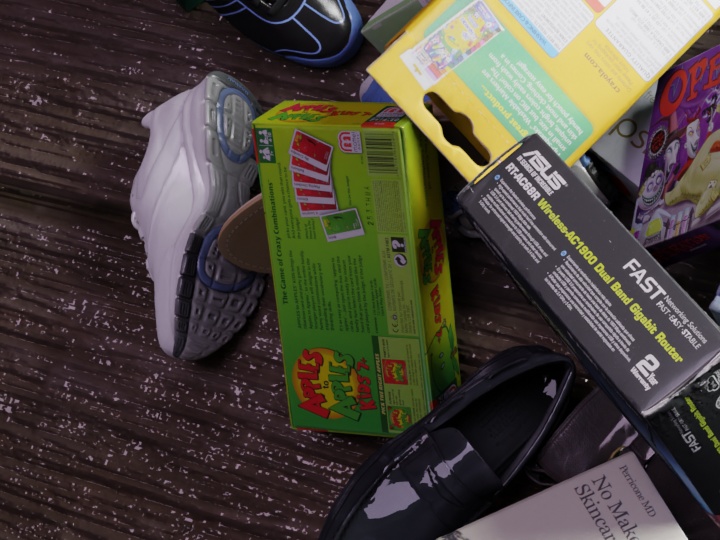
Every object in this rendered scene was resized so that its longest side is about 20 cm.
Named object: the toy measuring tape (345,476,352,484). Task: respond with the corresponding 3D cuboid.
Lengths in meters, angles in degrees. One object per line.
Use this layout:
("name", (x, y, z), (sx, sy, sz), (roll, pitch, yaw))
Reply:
("toy measuring tape", (0.005, 0.221, 1.363), (0.073, 0.074, 0.201), (2, 65, 25))

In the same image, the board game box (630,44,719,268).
("board game box", (0.220, -0.079, 1.277), (0.200, 0.032, 0.121), (-26, 44, 60))

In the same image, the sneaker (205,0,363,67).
("sneaker", (-0.087, -0.205, 1.547), (0.199, 0.078, 0.070), (35, 96, 4))

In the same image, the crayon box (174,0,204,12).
("crayon box", (-0.104, -0.313, 1.656), (0.172, 0.058, 0.201), (-34, 59, 7))

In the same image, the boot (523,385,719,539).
("boot", (0.206, 0.104, 1.320), (0.200, 0.069, 0.174), (-39, 58, 6))

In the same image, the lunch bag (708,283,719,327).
("lunch bag", (0.321, -0.007, 1.286), (0.199, 0.127, 0.170), (20, 75, 24))

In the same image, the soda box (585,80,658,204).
("soda box", (0.156, -0.102, 1.440), (0.068, 0.064, 0.200), (-47, 58, -2))

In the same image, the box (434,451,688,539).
("box", (0.078, 0.180, 1.245), (0.199, 0.069, 0.082), (-24, 60, -14))

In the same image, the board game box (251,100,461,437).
("board game box", (0.000, 0.000, 1.402), (0.101, 0.048, 0.201), (3, 112, 26))

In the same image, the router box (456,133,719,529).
("router box", (0.149, 0.036, 1.265), (0.062, 0.150, 0.200), (-39, 48, 0))

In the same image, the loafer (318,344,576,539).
("loafer", (0.050, 0.115, 1.347), (0.200, 0.070, 0.068), (-44, 96, -22))

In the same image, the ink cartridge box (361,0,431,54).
("ink cartridge box", (0.097, -0.226, 1.487), (0.200, 0.048, 0.145), (-52, 13, -24))

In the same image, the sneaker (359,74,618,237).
("sneaker", (0.066, -0.071, 1.459), (0.200, 0.076, 0.077), (33, 85, 37))

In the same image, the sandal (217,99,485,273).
("sandal", (0.000, -0.068, 1.459), (0.211, 0.078, 0.070), (-28, 40, 35))

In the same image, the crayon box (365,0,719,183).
("crayon box", (0.106, -0.135, 1.361), (0.200, 0.052, 0.126), (-44, 96, -15))

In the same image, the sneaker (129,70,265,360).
("sneaker", (-0.113, -0.031, 1.539), (0.087, 0.074, 0.201), (-16, 58, 37))
